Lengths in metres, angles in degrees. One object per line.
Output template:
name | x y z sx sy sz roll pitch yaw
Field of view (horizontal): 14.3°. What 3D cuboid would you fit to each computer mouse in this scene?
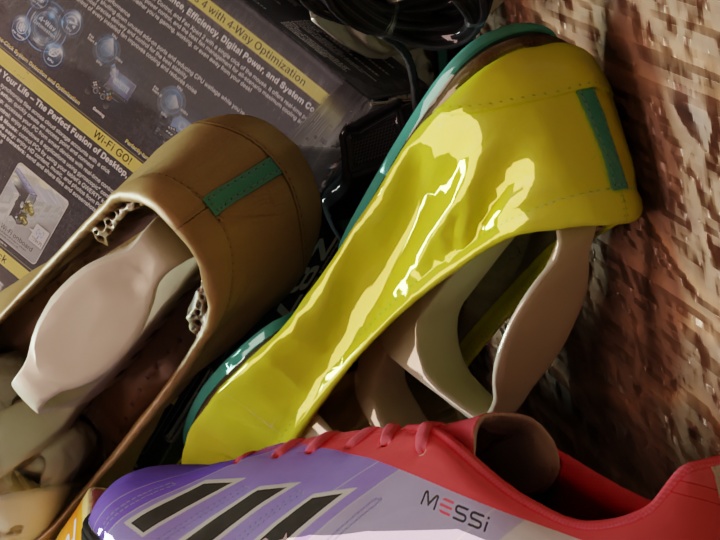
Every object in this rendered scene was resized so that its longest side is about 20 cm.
computer mouse | 0.012 -0.050 0.746 0.200 0.058 0.034 73 -170 -64

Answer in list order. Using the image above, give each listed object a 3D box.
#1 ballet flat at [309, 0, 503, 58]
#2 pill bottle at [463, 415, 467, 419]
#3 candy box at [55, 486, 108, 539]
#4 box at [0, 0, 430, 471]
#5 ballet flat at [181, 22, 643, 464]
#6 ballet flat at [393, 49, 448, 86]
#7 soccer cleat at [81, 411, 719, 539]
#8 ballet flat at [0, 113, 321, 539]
ballet flat | 0.008 -0.094 0.785 0.200 0.068 0.069 -177 68 -81
pill bottle | 0.014 0.101 0.833 0.200 0.104 0.105 -121 22 -66
candy box | -0.080 0.154 0.841 0.200 0.055 0.116 129 144 -58
box | -0.097 -0.044 0.863 0.200 0.049 0.161 38 113 19
ballet flat | 0.012 0.021 0.746 0.067 0.067 0.200 58 137 21
ballet flat | 0.000 0.000 0.936 0.072 0.072 0.201 -115 17 -58
soccer cleat | 0.012 0.064 0.702 0.200 0.068 0.073 12 102 40
ballet flat | -0.087 0.030 0.796 0.069 0.063 0.200 45 125 7
